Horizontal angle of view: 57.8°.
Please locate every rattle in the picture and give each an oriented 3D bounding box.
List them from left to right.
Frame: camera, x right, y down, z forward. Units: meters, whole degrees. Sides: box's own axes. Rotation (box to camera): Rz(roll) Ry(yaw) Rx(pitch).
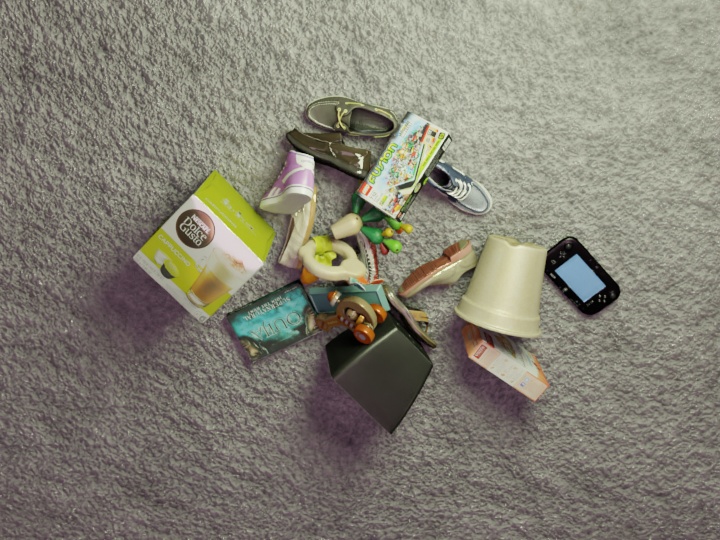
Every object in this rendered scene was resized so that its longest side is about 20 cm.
[{"bbox_3d":[-0.050,0.026,1.417,0.198,0.130,0.145,32,115,18],"label":"rattle"}]

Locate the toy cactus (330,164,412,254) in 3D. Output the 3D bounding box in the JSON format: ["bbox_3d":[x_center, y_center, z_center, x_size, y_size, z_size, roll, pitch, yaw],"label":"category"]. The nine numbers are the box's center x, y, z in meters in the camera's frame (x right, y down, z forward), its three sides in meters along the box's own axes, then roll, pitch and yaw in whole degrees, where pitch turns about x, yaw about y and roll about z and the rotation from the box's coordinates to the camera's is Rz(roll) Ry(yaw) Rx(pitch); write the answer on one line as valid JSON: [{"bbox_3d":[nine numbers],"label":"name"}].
[{"bbox_3d":[0.015,-0.115,1.400,0.162,0.102,0.203,-23,83,0],"label":"toy cactus"}]

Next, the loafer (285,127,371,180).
[{"bbox_3d":[-0.062,-0.258,1.375,0.197,0.073,0.072,25,89,5],"label":"loafer"}]

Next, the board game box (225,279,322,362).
[{"bbox_3d":[-0.202,0.122,1.552,0.197,0.028,0.137,-25,108,10],"label":"board game box"}]

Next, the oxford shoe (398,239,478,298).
[{"bbox_3d":[0.178,0.014,1.476,0.198,0.071,0.074,-32,113,8],"label":"oxford shoe"}]

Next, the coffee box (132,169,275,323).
[{"bbox_3d":[-0.323,-0.057,1.393,0.197,0.201,0.200,-40,106,15],"label":"coffee box"}]

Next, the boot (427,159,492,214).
[{"bbox_3d":[0.202,-0.175,1.395,0.198,0.091,0.073,31,109,-10],"label":"boot"}]

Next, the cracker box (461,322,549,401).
[{"bbox_3d":[0.333,0.200,1.515,0.198,0.134,0.058,33,109,-12],"label":"cracker box"}]

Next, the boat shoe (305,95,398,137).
[{"bbox_3d":[-0.019,-0.320,1.359,0.197,0.061,0.073,6,111,-1],"label":"boat shoe"}]

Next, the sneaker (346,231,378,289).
[{"bbox_3d":[0.000,0.000,1.475,0.080,0.078,0.204,-2,111,3],"label":"sneaker"}]

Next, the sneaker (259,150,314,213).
[{"bbox_3d":[-0.150,-0.189,1.386,0.072,0.199,0.117,13,75,-32],"label":"sneaker"}]

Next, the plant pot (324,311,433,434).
[{"bbox_3d":[0.053,0.212,1.504,0.177,0.200,0.200,-43,105,5],"label":"plant pot"}]

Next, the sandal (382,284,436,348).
[{"bbox_3d":[0.121,0.103,1.525,0.054,0.082,0.201,-40,99,-7],"label":"sandal"}]

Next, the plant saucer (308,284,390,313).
[{"bbox_3d":[-0.031,0.068,1.482,0.197,0.019,0.071,-3,122,32],"label":"plant saucer"}]

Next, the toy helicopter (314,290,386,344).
[{"bbox_3d":[-0.045,0.098,1.454,0.132,0.079,0.199,47,145,-19],"label":"toy helicopter"}]

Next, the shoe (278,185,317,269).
[{"bbox_3d":[-0.137,-0.095,1.444,0.052,0.070,0.203,11,114,-12],"label":"shoe"}]

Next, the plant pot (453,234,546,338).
[{"bbox_3d":[0.322,0.025,1.433,0.196,0.201,0.187,12,100,-4],"label":"plant pot"}]

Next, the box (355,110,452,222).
[{"bbox_3d":[0.088,-0.211,1.331,0.109,0.035,0.202,33,91,25],"label":"box"}]

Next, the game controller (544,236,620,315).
[{"bbox_3d":[0.500,0.014,1.489,0.104,0.042,0.200,-43,104,16],"label":"game controller"}]
